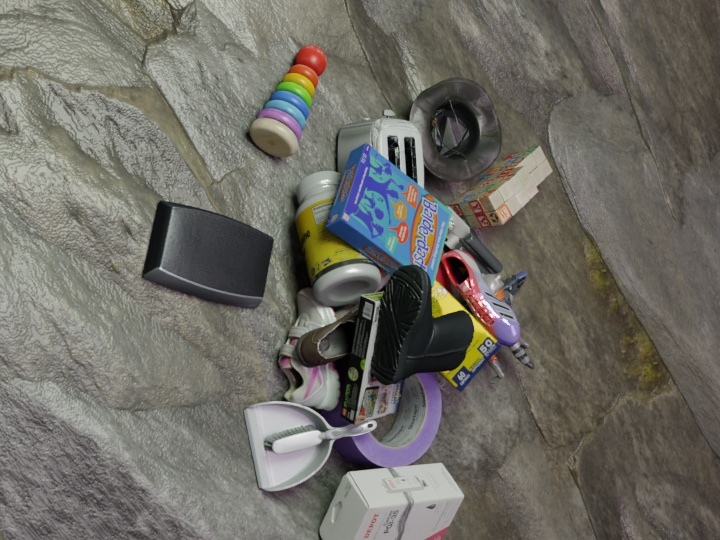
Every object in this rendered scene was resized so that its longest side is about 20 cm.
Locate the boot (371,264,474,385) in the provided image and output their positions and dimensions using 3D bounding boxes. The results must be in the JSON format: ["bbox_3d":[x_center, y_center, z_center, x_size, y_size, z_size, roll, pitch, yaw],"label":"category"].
[{"bbox_3d":[0.107,0.075,1.453,0.167,0.076,0.202,-10,121,-43],"label":"boot"}]

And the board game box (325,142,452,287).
[{"bbox_3d":[0.049,-0.081,1.496,0.199,0.045,0.154,35,54,-28],"label":"board game box"}]

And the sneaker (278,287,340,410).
[{"bbox_3d":[-0.088,0.128,1.534,0.087,0.081,0.203,-2,81,-30],"label":"sneaker"}]

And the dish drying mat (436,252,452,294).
[{"bbox_3d":[0.118,-0.022,1.693,0.076,0.018,0.202,-33,122,-30],"label":"dish drying mat"}]

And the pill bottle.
[{"bbox_3d":[-0.043,-0.054,1.533,0.111,0.112,0.202,3,58,-34],"label":"pill bottle"}]

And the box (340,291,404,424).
[{"bbox_3d":[0.031,0.134,1.484,0.109,0.034,0.203,-7,112,-47],"label":"box"}]

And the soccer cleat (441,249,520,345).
[{"bbox_3d":[0.208,0.049,1.674,0.076,0.067,0.201,3,52,-56],"label":"soccer cleat"}]

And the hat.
[{"bbox_3d":[0.160,-0.250,1.742,0.198,0.081,0.204,3,83,-25],"label":"hat"}]

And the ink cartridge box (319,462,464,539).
[{"bbox_3d":[0.051,0.403,1.563,0.198,0.083,0.148,3,123,-34],"label":"ink cartridge box"}]

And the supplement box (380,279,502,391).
[{"bbox_3d":[0.127,0.093,1.633,0.200,0.109,0.109,44,88,-13],"label":"supplement box"}]

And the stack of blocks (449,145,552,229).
[{"bbox_3d":[0.275,-0.157,1.789,0.200,0.115,0.059,-40,107,-31],"label":"stack of blocks"}]

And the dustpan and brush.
[{"bbox_3d":[-0.073,0.263,1.502,0.197,0.057,0.142,-12,92,-13],"label":"dustpan and brush"}]

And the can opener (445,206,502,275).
[{"bbox_3d":[0.191,-0.054,1.754,0.053,0.067,0.200,-42,122,10],"label":"can opener"}]

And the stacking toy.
[{"bbox_3d":[-0.107,-0.289,1.564,0.085,0.085,0.202,36,63,-26],"label":"stacking toy"}]

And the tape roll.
[{"bbox_3d":[0.036,0.229,1.608,0.198,0.085,0.203,3,85,-34],"label":"tape roll"}]

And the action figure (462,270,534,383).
[{"bbox_3d":[0.274,0.083,1.772,0.199,0.104,0.195,-36,118,-25],"label":"action figure"}]

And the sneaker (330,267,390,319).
[{"bbox_3d":[0.000,0.000,1.612,0.200,0.071,0.080,-44,111,-29],"label":"sneaker"}]

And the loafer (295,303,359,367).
[{"bbox_3d":[-0.004,0.100,1.499,0.199,0.071,0.074,-28,100,-25],"label":"loafer"}]

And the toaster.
[{"bbox_3d":[0.035,-0.167,1.616,0.112,0.129,0.203,0,86,-33],"label":"toaster"}]

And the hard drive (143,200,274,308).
[{"bbox_3d":[-0.228,-0.024,1.474,0.198,0.042,0.137,18,76,-32],"label":"hard drive"}]
